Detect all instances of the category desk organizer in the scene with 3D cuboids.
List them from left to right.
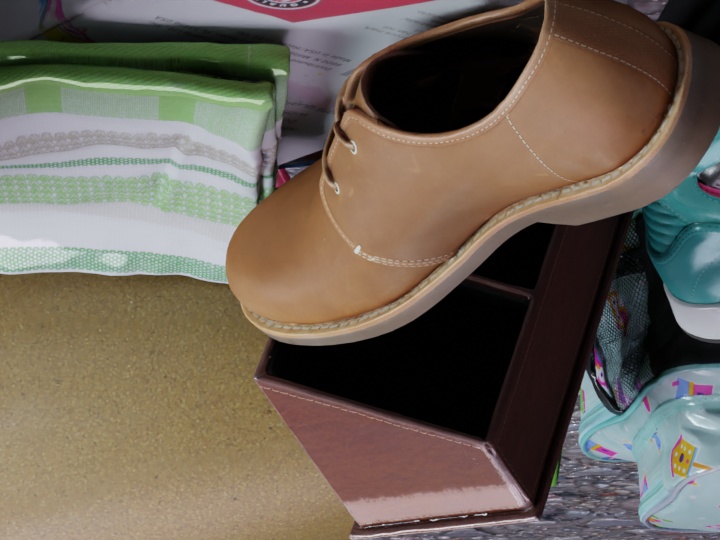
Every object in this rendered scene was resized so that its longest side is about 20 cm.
[{"bbox_3d":[0.037,-0.014,0.952,0.071,0.201,0.077,-9,132,31],"label":"desk organizer"}]

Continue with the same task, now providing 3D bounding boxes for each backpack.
[{"bbox_3d":[0.186,0.043,1.306,0.175,0.154,0.200,-3,173,-13],"label":"backpack"}]

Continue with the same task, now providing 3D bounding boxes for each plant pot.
[{"bbox_3d":[-0.061,0.043,1.054,0.199,0.188,0.186,-3,166,16],"label":"plant pot"}]

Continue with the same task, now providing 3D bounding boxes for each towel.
[{"bbox_3d":[-0.098,-0.031,0.895,0.148,0.031,0.200,-1,167,-4],"label":"towel"}]

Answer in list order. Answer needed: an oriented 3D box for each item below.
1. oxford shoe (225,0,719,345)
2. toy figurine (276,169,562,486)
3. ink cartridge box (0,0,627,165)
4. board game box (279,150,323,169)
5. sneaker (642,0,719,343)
[{"bbox_3d":[0.014,-0.036,0.832,0.071,0.072,0.200,25,146,-30],"label":"oxford shoe"},{"bbox_3d":[0.000,0.000,1.161,0.183,0.151,0.200,7,172,5],"label":"toy figurine"},{"bbox_3d":[-0.037,-0.096,0.871,0.147,0.086,0.199,10,163,-39],"label":"ink cartridge box"},{"bbox_3d":[-0.092,-0.067,1.083,0.199,0.034,0.134,-5,165,17],"label":"board game box"},{"bbox_3d":[0.170,-0.077,0.974,0.200,0.121,0.084,-35,-150,-9],"label":"sneaker"}]
